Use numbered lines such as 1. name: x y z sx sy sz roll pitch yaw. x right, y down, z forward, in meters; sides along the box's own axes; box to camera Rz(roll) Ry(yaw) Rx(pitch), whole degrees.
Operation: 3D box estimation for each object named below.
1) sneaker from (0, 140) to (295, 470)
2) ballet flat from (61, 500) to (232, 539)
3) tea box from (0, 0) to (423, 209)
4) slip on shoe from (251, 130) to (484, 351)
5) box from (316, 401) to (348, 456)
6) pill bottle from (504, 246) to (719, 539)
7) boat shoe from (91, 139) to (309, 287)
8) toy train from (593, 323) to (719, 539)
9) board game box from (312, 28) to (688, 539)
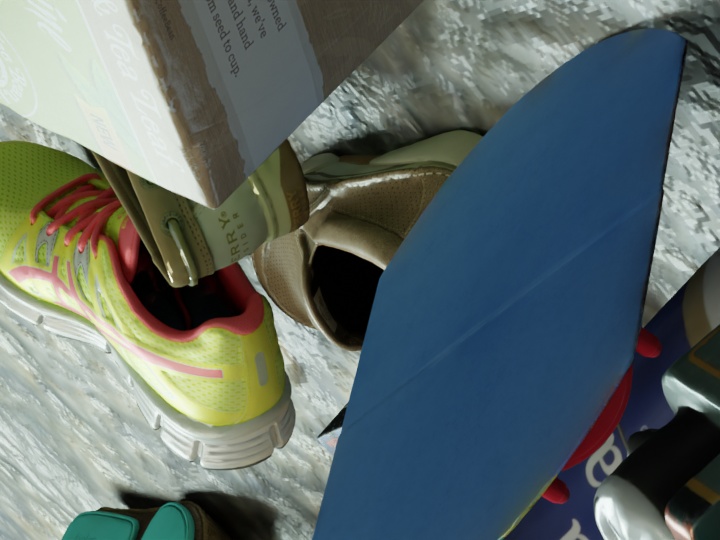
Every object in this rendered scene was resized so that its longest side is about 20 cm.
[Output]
1. sneaker: -0.098 -0.007 1.045 0.200 0.078 0.090 37 146 27
2. ballet flat: -0.107 0.170 1.382 0.072 0.068 0.200 31 161 -22
3. tea box: -0.093 -0.157 0.701 0.196 0.134 0.200 25 151 35
4. slip on shoe: 0.000 0.000 0.910 0.076 0.061 0.200 50 156 -14
5. box: 0.073 0.087 0.969 0.137 0.038 0.200 46 157 -5
6. pill bottle: 0.093 0.089 0.733 0.111 0.111 0.200 42 121 4
7. boat shoe: -0.099 -0.076 0.910 0.200 0.063 0.073 46 161 31
8. toy train: 0.144 0.019 0.552 0.085 0.200 0.114 55 169 -31
9. board game box: 0.052 0.023 0.715 0.039 0.200 0.158 31 136 -19
